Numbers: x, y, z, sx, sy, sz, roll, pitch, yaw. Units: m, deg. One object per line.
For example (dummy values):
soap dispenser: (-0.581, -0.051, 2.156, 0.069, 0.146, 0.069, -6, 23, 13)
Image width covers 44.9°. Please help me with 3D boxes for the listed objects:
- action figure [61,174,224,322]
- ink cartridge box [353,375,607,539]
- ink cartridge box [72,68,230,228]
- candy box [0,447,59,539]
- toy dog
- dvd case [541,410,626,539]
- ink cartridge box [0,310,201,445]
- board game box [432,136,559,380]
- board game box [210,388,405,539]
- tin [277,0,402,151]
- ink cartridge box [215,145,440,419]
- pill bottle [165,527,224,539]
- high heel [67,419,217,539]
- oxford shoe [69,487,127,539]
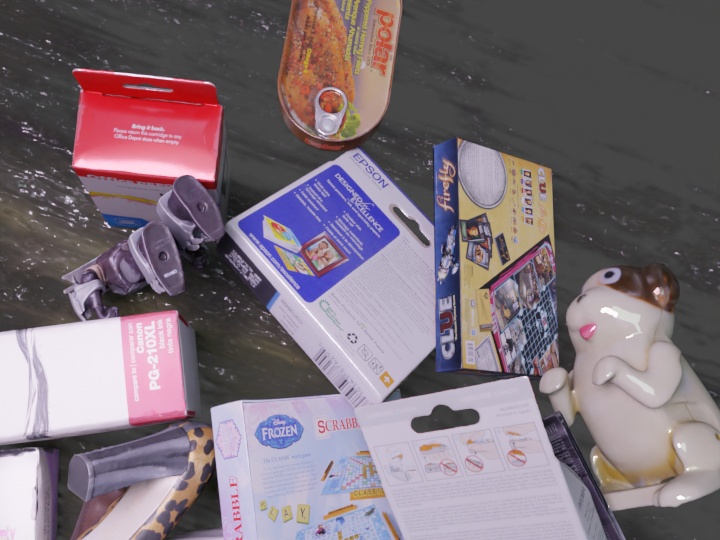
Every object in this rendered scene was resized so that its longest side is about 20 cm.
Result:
action figure: (-0.178, -0.007, 0.723, 0.130, 0.199, 0.070, -41, 99, -29)
ink cartridge box: (0.100, 0.178, 0.709, 0.157, 0.047, 0.204, -15, 105, 29)
ink cartridge box: (-0.171, -0.092, 0.734, 0.113, 0.200, 0.069, 4, 76, -4)
candy box: (-0.355, 0.236, 0.715, 0.194, 0.072, 0.172, -1, 79, -6)
toy dog: (0.253, 0.094, 0.774, 0.190, 0.139, 0.205, -12, 79, -26)
dvd case: (0.156, 0.244, 0.752, 0.147, 0.016, 0.203, -31, 80, 27)
ink cartridge box: (-0.237, 0.093, 0.718, 0.195, 0.145, 0.087, -7, 81, -7)
board game box: (0.125, -0.006, 0.798, 0.133, 0.034, 0.205, 11, 74, -38)
board game box: (-0.026, 0.204, 0.708, 0.198, 0.041, 0.205, 6, 72, -50)
tin: (-0.019, -0.214, 0.854, 0.109, 0.042, 0.205, 9, 74, 0)
ink cartridge box: (0.000, 0.000, 0.789, 0.198, 0.047, 0.199, 47, 42, 7)
pill bottle: (-0.103, 0.317, 0.703, 0.110, 0.113, 0.205, -3, 79, -6)
high heel: (-0.168, 0.217, 0.679, 0.071, 0.141, 0.205, 28, 111, 36)
oxford shoe: (-0.224, 0.281, 0.733, 0.071, 0.071, 0.205, 13, 85, 39)
